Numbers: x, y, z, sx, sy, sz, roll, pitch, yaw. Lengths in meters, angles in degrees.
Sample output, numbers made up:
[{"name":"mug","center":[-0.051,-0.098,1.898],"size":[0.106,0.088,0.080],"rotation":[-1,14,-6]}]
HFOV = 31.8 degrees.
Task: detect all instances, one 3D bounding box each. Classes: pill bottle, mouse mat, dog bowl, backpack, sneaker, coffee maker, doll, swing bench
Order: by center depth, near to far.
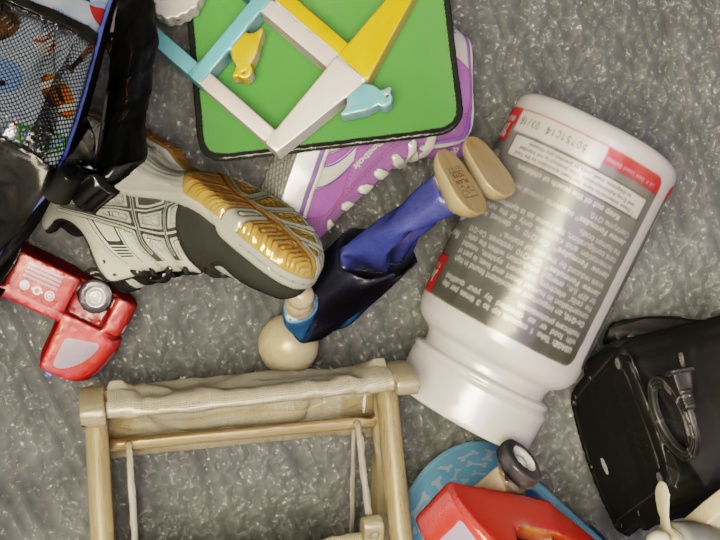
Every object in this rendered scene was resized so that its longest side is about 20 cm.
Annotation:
[{"name":"backpack","center":[-0.199,-0.102,0.660],"size":[0.153,0.199,0.193],"rotation":[32,55,-23]},{"name":"sneaker","center":[-0.107,-0.019,0.737],"size":[0.075,0.199,0.089],"rotation":[7,110,-58]},{"name":"mouse mat","center":[-0.027,-0.171,0.753],"size":[0.158,0.008,0.204],"rotation":[-6,81,1]},{"name":"doll","center":[0.000,0.000,0.765],"size":[0.200,0.136,0.049],"rotation":[-42,83,34]},{"name":"swing bench","center":[-0.068,0.156,0.783],"size":[0.195,0.130,0.204],"rotation":[-3,94,-11]},{"name":"sneaker","center":[0.008,-0.069,0.790],"size":[0.113,0.073,0.203],"rotation":[24,93,-18]},{"name":"pill bottle","center":[0.107,0.003,0.800],"size":[0.113,0.114,0.202],"rotation":[26,93,-15]},{"name":"coffee maker","center":[0.259,0.087,0.807],"size":[0.197,0.192,0.137],"rotation":[-15,93,-11]},{"name":"dog bowl","center":[0.113,0.202,0.852],"size":[0.200,0.049,0.112],"rotation":[43,80,-22]}]

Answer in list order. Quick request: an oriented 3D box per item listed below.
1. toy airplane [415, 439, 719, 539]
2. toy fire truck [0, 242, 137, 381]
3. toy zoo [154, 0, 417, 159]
[{"name":"toy airplane","center":[0.135,0.206,0.733],"size":[0.196,0.142,0.203],"rotation":[-4,119,2]},{"name":"toy fire truck","center":[-0.250,0.035,0.760],"size":[0.198,0.049,0.143],"rotation":[27,93,-16]},{"name":"toy zoo","center":[-0.056,-0.160,0.739],"size":[0.199,0.020,0.132],"rotation":[40,85,6]}]
